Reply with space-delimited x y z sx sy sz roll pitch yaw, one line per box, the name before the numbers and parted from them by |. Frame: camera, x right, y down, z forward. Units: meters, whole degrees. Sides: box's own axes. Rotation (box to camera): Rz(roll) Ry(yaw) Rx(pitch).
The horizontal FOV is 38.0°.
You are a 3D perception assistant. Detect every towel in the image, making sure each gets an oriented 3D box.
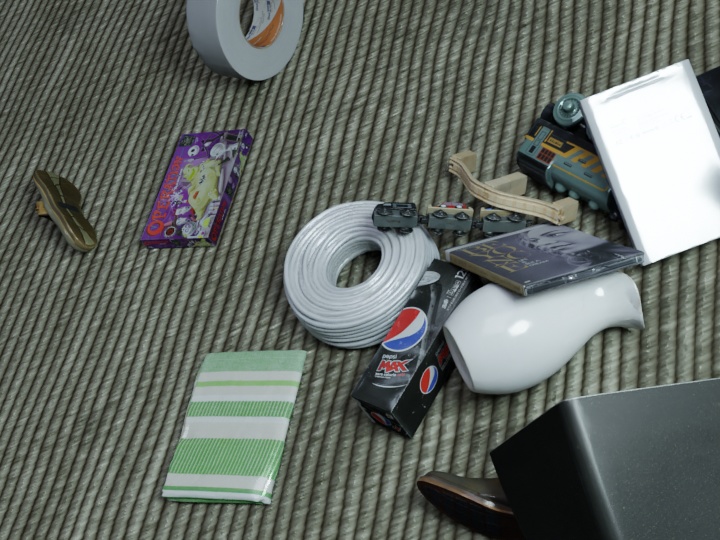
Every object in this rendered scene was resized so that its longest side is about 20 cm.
towel | -0.153 0.190 1.288 0.152 0.023 0.201 -3 54 23

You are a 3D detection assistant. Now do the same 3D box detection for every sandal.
sandal | -0.465 -0.089 1.614 0.054 0.080 0.200 -47 51 16

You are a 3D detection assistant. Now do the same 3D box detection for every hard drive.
hard drive | 0.346 -0.122 1.189 0.131 0.025 0.201 -20 86 3

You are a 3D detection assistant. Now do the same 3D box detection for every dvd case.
dvd case | 0.199 -0.017 1.175 0.148 0.016 0.200 -15 16 -17

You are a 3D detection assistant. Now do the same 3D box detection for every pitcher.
pitcher | 0.190 0.046 1.177 0.199 0.122 0.172 -24 29 -6

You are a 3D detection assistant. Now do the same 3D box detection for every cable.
cable | 0.000 0.000 1.319 0.199 0.069 0.201 -23 50 9

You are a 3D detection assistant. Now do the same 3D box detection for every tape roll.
tape roll | -0.174 -0.396 1.605 0.066 0.201 0.201 15 64 34

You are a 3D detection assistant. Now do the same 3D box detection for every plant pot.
plant pot | 0.254 0.215 0.940 0.198 0.200 0.179 -5 70 -15

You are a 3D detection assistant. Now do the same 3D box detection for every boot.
boot | 0.163 0.226 1.084 0.199 0.075 0.097 16 55 23

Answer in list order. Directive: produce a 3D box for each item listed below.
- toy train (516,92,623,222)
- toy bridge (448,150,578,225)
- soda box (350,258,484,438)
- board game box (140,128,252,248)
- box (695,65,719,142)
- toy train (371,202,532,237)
toy train | 0.286 -0.135 1.278 0.200 0.085 0.114 35 89 36
toy bridge | 0.179 -0.102 1.305 0.067 0.027 0.200 -18 35 -34
soda box | 0.073 0.088 1.218 0.063 0.071 0.201 17 65 37
board game box | -0.241 -0.122 1.553 0.119 0.032 0.201 -4 55 28
box | 0.504 -0.181 1.197 0.199 0.086 0.164 -23 49 9
toy train | 0.112 -0.064 1.286 0.198 0.034 0.046 3 29 -6
